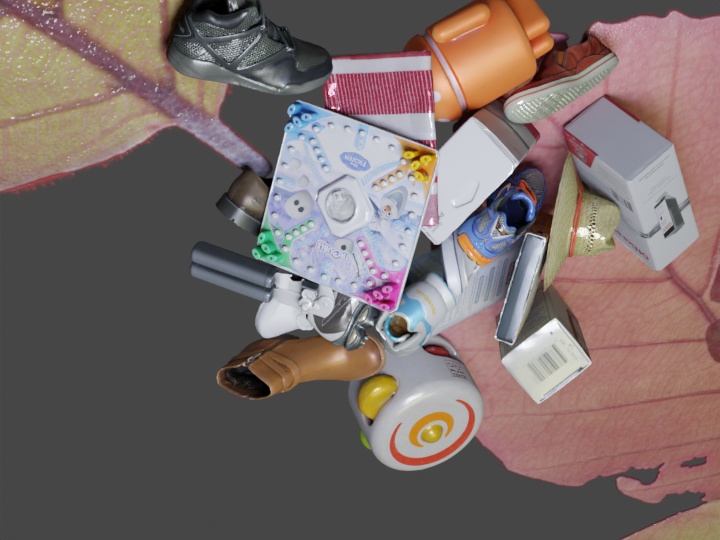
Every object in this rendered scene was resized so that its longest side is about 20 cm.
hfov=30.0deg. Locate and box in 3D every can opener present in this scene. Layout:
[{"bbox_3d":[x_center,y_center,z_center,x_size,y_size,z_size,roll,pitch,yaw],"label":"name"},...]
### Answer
[{"bbox_3d":[-0.120,0.008,1.706,0.197,0.067,0.053,15,133,5],"label":"can opener"}]

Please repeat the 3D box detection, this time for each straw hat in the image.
[{"bbox_3d":[0.303,-0.061,1.792,0.084,0.202,0.203,11,134,11],"label":"straw hat"}]

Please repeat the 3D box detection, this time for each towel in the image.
[{"bbox_3d":[0.023,-0.153,1.575,0.023,0.142,0.203,-20,109,-60],"label":"towel"}]

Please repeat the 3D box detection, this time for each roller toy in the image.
[{"bbox_3d":[0.083,0.196,1.971,0.180,0.140,0.202,-21,136,-9],"label":"roller toy"}]

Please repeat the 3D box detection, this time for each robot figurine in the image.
[{"bbox_3d":[0.132,-0.252,1.602,0.198,0.144,0.118,-29,98,0],"label":"robot figurine"}]

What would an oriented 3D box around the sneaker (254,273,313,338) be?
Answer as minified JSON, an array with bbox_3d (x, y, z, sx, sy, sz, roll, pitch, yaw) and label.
[{"bbox_3d":[-0.049,0.041,1.799,0.198,0.088,0.075,-27,144,1],"label":"sneaker"}]

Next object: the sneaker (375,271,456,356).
[{"bbox_3d":[0.054,0.067,1.729,0.080,0.077,0.200,-36,170,-24],"label":"sneaker"}]

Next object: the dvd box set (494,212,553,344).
[{"bbox_3d":[0.224,0.007,1.797,0.029,0.200,0.148,17,104,10],"label":"dvd box set"}]

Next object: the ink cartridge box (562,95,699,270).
[{"bbox_3d":[0.369,-0.117,1.823,0.083,0.147,0.201,-38,138,-6],"label":"ink cartridge box"}]

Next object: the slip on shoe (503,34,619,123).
[{"bbox_3d":[0.242,-0.239,1.670,0.199,0.061,0.074,-32,167,-34],"label":"slip on shoe"}]

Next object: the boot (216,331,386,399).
[{"bbox_3d":[-0.079,0.124,1.771,0.155,0.197,0.078,-26,120,-60],"label":"boot"}]

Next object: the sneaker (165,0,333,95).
[{"bbox_3d":[-0.109,-0.263,1.497,0.197,0.077,0.115,8,132,-26],"label":"sneaker"}]

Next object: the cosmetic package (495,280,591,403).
[{"bbox_3d":[0.260,0.099,1.922,0.103,0.200,0.087,-39,100,14],"label":"cosmetic package"}]

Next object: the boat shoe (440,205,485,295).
[{"bbox_3d":[0.139,-0.035,1.746,0.064,0.201,0.074,-5,123,8],"label":"boat shoe"}]

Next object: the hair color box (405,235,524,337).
[{"bbox_3d":[0.135,0.014,1.847,0.198,0.061,0.100,-25,141,-31],"label":"hair color box"}]

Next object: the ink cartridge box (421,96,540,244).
[{"bbox_3d":[0.135,-0.129,1.656,0.083,0.200,0.147,45,111,1],"label":"ink cartridge box"}]

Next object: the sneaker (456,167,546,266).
[{"bbox_3d":[0.200,-0.076,1.723,0.076,0.200,0.078,49,132,-9],"label":"sneaker"}]

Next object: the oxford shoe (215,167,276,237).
[{"bbox_3d":[-0.084,-0.071,1.693,0.199,0.073,0.085,26,103,-46],"label":"oxford shoe"}]

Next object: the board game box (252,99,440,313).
[{"bbox_3d":[-0.022,-0.075,1.582,0.026,0.198,0.203,-19,128,-65],"label":"board game box"}]

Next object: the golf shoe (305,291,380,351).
[{"bbox_3d":[0.000,0.000,1.740,0.094,0.078,0.202,27,78,-2],"label":"golf shoe"}]
